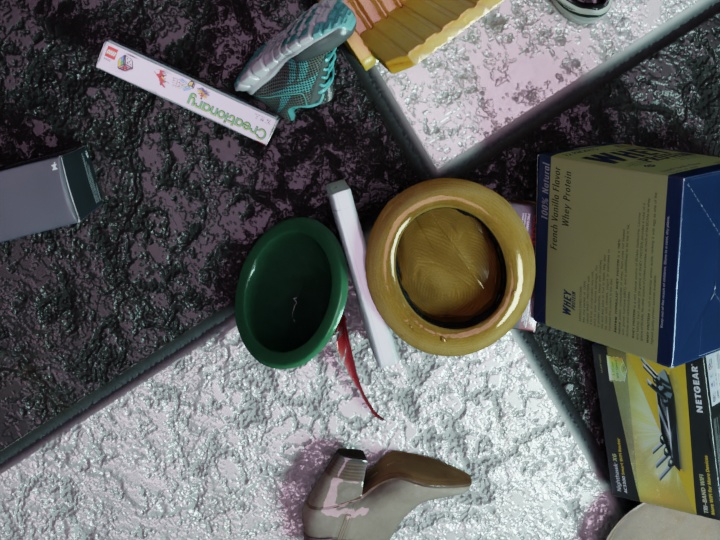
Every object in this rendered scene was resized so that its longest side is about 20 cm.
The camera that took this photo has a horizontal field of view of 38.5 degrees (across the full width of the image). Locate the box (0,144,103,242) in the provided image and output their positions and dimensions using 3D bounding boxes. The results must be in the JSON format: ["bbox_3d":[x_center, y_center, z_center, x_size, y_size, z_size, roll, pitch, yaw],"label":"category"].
[{"bbox_3d":[-0.404,-0.075,1.151,0.198,0.141,0.080,-14,100,0],"label":"box"}]

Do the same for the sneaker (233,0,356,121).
[{"bbox_3d":[-0.055,-0.229,1.143,0.091,0.199,0.078,40,58,-21],"label":"sneaker"}]

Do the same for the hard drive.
[{"bbox_3d":[0.000,0.000,1.192,0.026,0.132,0.202,-16,100,-2],"label":"hard drive"}]

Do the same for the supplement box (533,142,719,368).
[{"bbox_3d":[0.308,-0.027,1.135,0.133,0.199,0.203,-12,108,-35],"label":"supplement box"}]

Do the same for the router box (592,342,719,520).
[{"bbox_3d":[0.366,0.183,1.234,0.052,0.156,0.203,-18,102,-37],"label":"router box"}]

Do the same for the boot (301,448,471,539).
[{"bbox_3d":[0.027,0.303,1.284,0.198,0.070,0.148,12,105,-4],"label":"boot"}]

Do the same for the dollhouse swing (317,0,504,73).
[{"bbox_3d":[0.050,-0.333,1.118,0.199,0.176,0.183,-34,100,4],"label":"dollhouse swing"}]

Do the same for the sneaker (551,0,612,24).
[{"bbox_3d":[0.214,-0.365,1.166,0.200,0.088,0.076,41,97,-7],"label":"sneaker"}]

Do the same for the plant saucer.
[{"bbox_3d":[0.396,0.368,1.319,0.198,0.035,0.203,-1,107,-4],"label":"plant saucer"}]

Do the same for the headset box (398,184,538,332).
[{"bbox_3d":[0.136,-0.015,1.226,0.197,0.077,0.151,8,99,-3],"label":"headset box"}]

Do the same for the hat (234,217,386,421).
[{"bbox_3d":[-0.039,0.051,1.249,0.165,0.175,0.202,26,96,37],"label":"hat"}]

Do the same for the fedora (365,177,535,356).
[{"bbox_3d":[0.096,-0.008,1.146,0.198,0.082,0.203,-1,103,-6],"label":"fedora"}]

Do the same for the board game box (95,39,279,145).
[{"bbox_3d":[-0.187,-0.198,1.151,0.198,0.126,0.035,24,97,-7],"label":"board game box"}]
